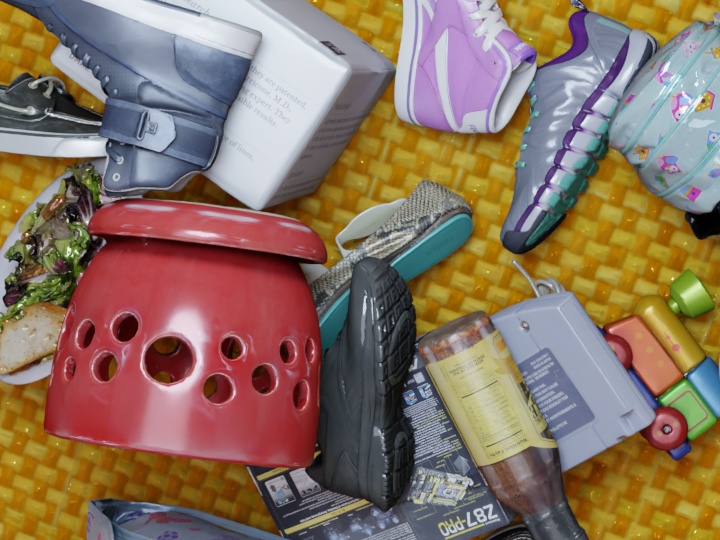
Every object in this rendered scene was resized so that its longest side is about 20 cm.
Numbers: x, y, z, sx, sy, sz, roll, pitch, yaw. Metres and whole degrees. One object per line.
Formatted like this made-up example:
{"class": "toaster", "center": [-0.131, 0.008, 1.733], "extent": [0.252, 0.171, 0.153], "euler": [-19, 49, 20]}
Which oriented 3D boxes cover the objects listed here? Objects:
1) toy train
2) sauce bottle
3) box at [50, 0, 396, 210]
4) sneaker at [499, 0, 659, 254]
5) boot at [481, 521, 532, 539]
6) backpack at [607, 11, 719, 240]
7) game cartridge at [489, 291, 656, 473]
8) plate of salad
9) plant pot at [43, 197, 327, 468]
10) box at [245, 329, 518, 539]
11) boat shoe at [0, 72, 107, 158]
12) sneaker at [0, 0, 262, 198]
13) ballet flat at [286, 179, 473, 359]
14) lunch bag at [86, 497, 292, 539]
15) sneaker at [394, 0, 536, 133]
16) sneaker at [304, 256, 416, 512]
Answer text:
{"class": "toy train", "center": [0.224, 0.038, 1.598], "extent": [0.116, 0.085, 0.200], "euler": [-37, 89, 2]}
{"class": "sauce bottle", "center": [0.113, 0.130, 1.555], "extent": [0.066, 0.066, 0.200], "euler": [-25, 98, 13]}
{"class": "box", "center": [-0.099, -0.159, 1.571], "extent": [0.200, 0.199, 0.131], "euler": [36, 101, 5]}
{"class": "sneaker", "center": [0.150, -0.112, 1.604], "extent": [0.087, 0.074, 0.200], "euler": [33, 91, 16]}
{"class": "boot", "center": [0.072, 0.292, 1.615], "extent": [0.204, 0.154, 0.073], "euler": [-43, 88, 13]}
{"class": "backpack", "center": [0.255, -0.109, 1.508], "extent": [0.126, 0.200, 0.167], "euler": [31, 102, 3]}
{"class": "game cartridge", "center": [0.126, 0.099, 1.596], "extent": [0.133, 0.041, 0.200], "euler": [53, 136, -1]}
{"class": "plate of salad", "center": [-0.249, -0.005, 1.637], "extent": [0.048, 0.200, 0.200], "euler": [31, 105, -37]}
{"class": "plant pot", "center": [-0.123, 0.044, 1.493], "extent": [0.200, 0.200, 0.183], "euler": [6, 89, 10]}
{"class": "box", "center": [0.011, 0.156, 1.635], "extent": [0.200, 0.049, 0.161], "euler": [-26, 93, 29]}
{"class": "boat shoe", "center": [-0.271, -0.129, 1.674], "extent": [0.199, 0.071, 0.064], "euler": [7, 99, 12]}
{"class": "sneaker", "center": [-0.186, -0.132, 1.450], "extent": [0.202, 0.077, 0.147], "euler": [19, 97, 8]}
{"class": "ballet flat", "center": [0.000, 0.000, 1.619], "extent": [0.200, 0.068, 0.075], "euler": [-42, 58, -15]}
{"class": "lunch bag", "center": [-0.156, 0.287, 1.667], "extent": [0.200, 0.127, 0.170], "euler": [13, 99, 37]}
{"class": "sneaker", "center": [0.092, -0.205, 1.579], "extent": [0.114, 0.073, 0.201], "euler": [13, 111, 36]}
{"class": "sneaker", "center": [-0.008, 0.086, 1.552], "extent": [0.091, 0.076, 0.200], "euler": [9, 108, 21]}
